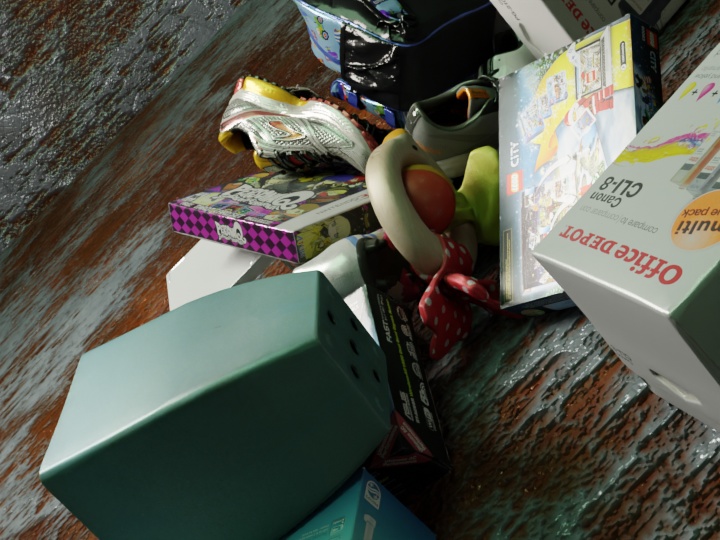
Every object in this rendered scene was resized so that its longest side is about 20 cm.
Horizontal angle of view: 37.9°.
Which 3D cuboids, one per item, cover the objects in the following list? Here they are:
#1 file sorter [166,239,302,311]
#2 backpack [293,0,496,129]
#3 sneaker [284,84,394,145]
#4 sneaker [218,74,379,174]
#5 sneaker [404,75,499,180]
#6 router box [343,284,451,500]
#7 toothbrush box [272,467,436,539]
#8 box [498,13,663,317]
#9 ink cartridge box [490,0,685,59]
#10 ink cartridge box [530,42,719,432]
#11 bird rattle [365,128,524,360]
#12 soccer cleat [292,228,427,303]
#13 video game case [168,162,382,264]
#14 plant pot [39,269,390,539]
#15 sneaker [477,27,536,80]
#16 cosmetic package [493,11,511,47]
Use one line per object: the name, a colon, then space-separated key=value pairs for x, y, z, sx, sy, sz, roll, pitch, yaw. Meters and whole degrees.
file sorter: x=-0.111 y=0.028 z=1.103 sx=0.139 sy=0.124 sz=0.200 roll=-44 pitch=23 yaw=5
backpack: x=0.027 y=-0.258 z=1.118 sx=0.199 sy=0.135 sz=0.182 roll=29 pitch=48 yaw=31
sneaker: x=-0.007 y=-0.137 z=1.127 sx=0.198 sy=0.106 sz=0.075 roll=7 pitch=61 yaw=16
sneaker: x=-0.058 y=-0.125 z=1.041 sx=0.199 sy=0.078 sz=0.083 roll=23 pitch=79 yaw=33
sneaker: x=0.131 y=-0.145 z=0.969 sx=0.199 sy=0.080 sz=0.074 roll=-20 pitch=53 yaw=-12
router box: x=-0.035 y=0.127 z=0.828 sx=0.199 sy=0.062 sz=0.151 roll=-35 pitch=46 yaw=24
toothbrush box: x=-0.040 y=0.249 z=0.672 sx=0.146 sy=0.085 sz=0.201 roll=-31 pitch=26 yaw=30
box: x=0.167 y=-0.076 z=0.801 sx=0.136 sy=0.037 sz=0.202 roll=-19 pitch=63 yaw=49
ink cartridge box: x=0.240 y=-0.295 z=1.017 sx=0.200 sy=0.145 sz=0.084 roll=-49 pitch=23 yaw=-7
ink cartridge box: x=0.230 y=-0.019 z=0.584 sx=0.200 sy=0.145 sz=0.145 roll=-48 pitch=24 yaw=-4
bird rattle: x=0.058 y=-0.032 z=0.881 sx=0.112 sy=0.163 sz=0.201 roll=-31 pitch=23 yaw=37
soccer cleat: x=0.000 y=0.000 z=0.922 sx=0.086 sy=0.070 sz=0.200 roll=-14 pitch=-5 yaw=16
video game case: x=-0.057 y=-0.063 z=1.014 sx=0.180 sy=0.036 sz=0.199 roll=-23 pitch=25 yaw=-37
plant pot: x=-0.085 y=0.100 z=0.724 sx=0.199 sy=0.142 sz=0.142 roll=-29 pitch=27 yaw=15
sneaker: x=0.139 y=-0.167 z=1.064 sx=0.073 sy=0.080 sz=0.201 roll=-18 pitch=37 yaw=44
cosmetic package: x=0.165 y=-0.360 z=1.181 sx=0.165 sy=0.200 sz=0.165 roll=-52 pitch=24 yaw=-17
